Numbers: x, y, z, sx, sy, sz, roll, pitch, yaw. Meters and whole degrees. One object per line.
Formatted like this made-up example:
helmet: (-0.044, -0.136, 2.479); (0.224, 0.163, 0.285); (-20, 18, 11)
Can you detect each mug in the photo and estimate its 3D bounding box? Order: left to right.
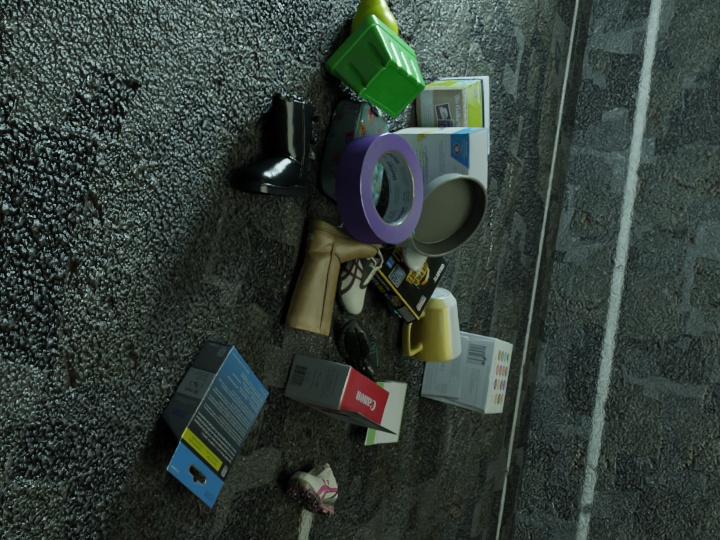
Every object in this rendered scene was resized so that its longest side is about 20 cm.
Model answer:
mug: (0.184, 0.136, 1.660); (0.187, 0.144, 0.158); (-61, 153, -70)

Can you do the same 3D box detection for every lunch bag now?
lunch bag: (-0.003, -0.229, 1.319); (0.160, 0.075, 0.206); (29, 71, -60)

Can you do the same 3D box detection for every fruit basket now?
fruit basket: (0.023, -0.431, 1.296); (0.215, 0.155, 0.218); (41, 22, -21)

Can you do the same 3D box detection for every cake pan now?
cake pan: (0.182, -0.121, 1.413); (0.195, 0.037, 0.204); (-18, 133, -19)

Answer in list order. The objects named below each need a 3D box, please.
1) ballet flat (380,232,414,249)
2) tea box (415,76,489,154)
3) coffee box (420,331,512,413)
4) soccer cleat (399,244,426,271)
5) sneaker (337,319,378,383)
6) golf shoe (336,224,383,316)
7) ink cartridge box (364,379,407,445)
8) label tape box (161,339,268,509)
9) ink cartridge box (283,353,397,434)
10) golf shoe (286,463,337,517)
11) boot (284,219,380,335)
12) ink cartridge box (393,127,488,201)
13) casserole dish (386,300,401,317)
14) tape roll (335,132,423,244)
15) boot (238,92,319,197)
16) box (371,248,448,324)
ballet flat: (0.054, -0.078, 1.416); (0.062, 0.199, 0.069); (-17, 94, -17)
tea box: (0.238, -0.374, 1.675); (0.196, 0.130, 0.206); (-37, 128, -53)
coffee box: (0.308, 0.286, 1.892); (0.197, 0.195, 0.206); (22, 78, -61)
soccer cleat: (0.144, -0.087, 1.507); (0.068, 0.085, 0.203); (33, 49, -14)
sneaker: (-0.001, 0.167, 1.441); (0.203, 0.073, 0.081); (77, 22, -45)
golf shoe: (0.000, 0.000, 1.371); (0.077, 0.086, 0.207); (-23, 117, -59)
ink cartridge box: (0.048, 0.337, 1.577); (0.199, 0.047, 0.150); (22, 77, -61)
label tape box: (-0.234, 0.234, 1.014); (0.203, 0.062, 0.146); (-64, 147, -31)
ink cartridge box: (-0.024, 0.246, 1.291); (0.200, 0.171, 0.086); (44, 59, -56)
golf shoe: (-0.094, 0.426, 1.319); (0.201, 0.070, 0.094); (68, 33, -57)
boot: (-0.054, 0.024, 1.266); (0.171, 0.066, 0.207); (16, 80, -29)
ink cartridge box: (0.183, -0.252, 1.533); (0.144, 0.195, 0.152); (-31, 123, -57)
casserole dish: (0.107, 0.022, 1.623); (0.202, 0.038, 0.123); (-57, 142, -41)
tape roll: (0.039, -0.153, 1.246); (0.197, 0.064, 0.207); (-1, 91, -50)
boot: (-0.133, -0.207, 1.088); (0.197, 0.071, 0.168); (-14, 111, -67)
box: (0.113, -0.003, 1.541); (0.160, 0.049, 0.201); (48, 48, -13)
